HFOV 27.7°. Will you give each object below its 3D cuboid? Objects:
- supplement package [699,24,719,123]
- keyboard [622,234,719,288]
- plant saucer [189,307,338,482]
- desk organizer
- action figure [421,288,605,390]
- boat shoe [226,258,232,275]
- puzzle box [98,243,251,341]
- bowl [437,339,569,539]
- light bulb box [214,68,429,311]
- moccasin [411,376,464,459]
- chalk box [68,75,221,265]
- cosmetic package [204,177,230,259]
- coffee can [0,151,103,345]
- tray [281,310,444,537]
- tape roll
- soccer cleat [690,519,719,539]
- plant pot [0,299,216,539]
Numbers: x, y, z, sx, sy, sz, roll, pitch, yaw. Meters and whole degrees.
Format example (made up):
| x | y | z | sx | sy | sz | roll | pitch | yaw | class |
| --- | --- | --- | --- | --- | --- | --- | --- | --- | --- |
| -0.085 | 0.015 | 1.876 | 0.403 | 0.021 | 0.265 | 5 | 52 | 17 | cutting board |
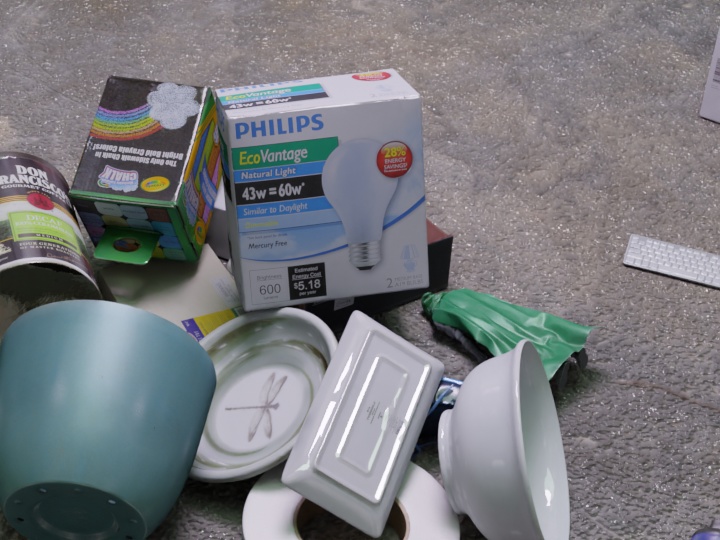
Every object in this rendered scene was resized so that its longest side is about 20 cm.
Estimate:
| x | y | z | sx | sy | sz | roll | pitch | yaw | class |
| --- | --- | --- | --- | --- | --- | --- | --- | --- | --- |
| 0.583 | -0.293 | 2.006 | 0.150 | 0.153 | 0.200 | 23 | 40 | 23 | supplement package |
| 0.410 | -0.001 | 1.715 | 0.198 | 0.011 | 0.056 | 15 | 38 | 12 | keyboard |
| -0.101 | 0.128 | 1.409 | 0.199 | 0.050 | 0.201 | -17 | 44 | 17 | plant saucer |
| 0.000 | 0.000 | 1.612 | 0.199 | 0.072 | 0.077 | -20 | 41 | -30 | desk organizer |
| 0.145 | 0.064 | 1.559 | 0.199 | 0.055 | 0.118 | 25 | 42 | 34 | action figure |
| -0.076 | -0.043 | 1.658 | 0.069 | 0.071 | 0.200 | 21 | 36 | 29 | boat shoe |
| -0.186 | 0.049 | 1.559 | 0.132 | 0.026 | 0.200 | -13 | 41 | -24 | puzzle box |
| 0.126 | 0.169 | 1.329 | 0.090 | 0.202 | 0.202 | -11 | 33 | 17 | bowl |
| -0.039 | -0.084 | 1.474 | 0.196 | 0.202 | 0.125 | -8 | 21 | -10 | light bulb box |
| 0.028 | 0.150 | 1.425 | 0.198 | 0.081 | 0.068 | -3 | 40 | 13 | moccasin |
| -0.230 | -0.089 | 1.579 | 0.124 | 0.124 | 0.201 | 8 | 63 | 11 | chalk box |
| -0.195 | -0.087 | 1.702 | 0.199 | 0.074 | 0.102 | 22 | 40 | 18 | cosmetic package |
| -0.354 | -0.008 | 1.513 | 0.145 | 0.147 | 0.200 | -8 | 39 | -18 | coffee can |
| 0.009 | 0.134 | 1.336 | 0.107 | 0.022 | 0.201 | 32 | 53 | -11 | tray |
| -0.009 | 0.240 | 1.319 | 0.201 | 0.037 | 0.204 | 4 | 37 | -3 | tape roll |
| 0.385 | 0.288 | 1.302 | 0.199 | 0.065 | 0.084 | 16 | 67 | 7 | soccer cleat |
| -0.236 | 0.152 | 1.287 | 0.199 | 0.201 | 0.162 | 6 | 51 | 0 | plant pot |
